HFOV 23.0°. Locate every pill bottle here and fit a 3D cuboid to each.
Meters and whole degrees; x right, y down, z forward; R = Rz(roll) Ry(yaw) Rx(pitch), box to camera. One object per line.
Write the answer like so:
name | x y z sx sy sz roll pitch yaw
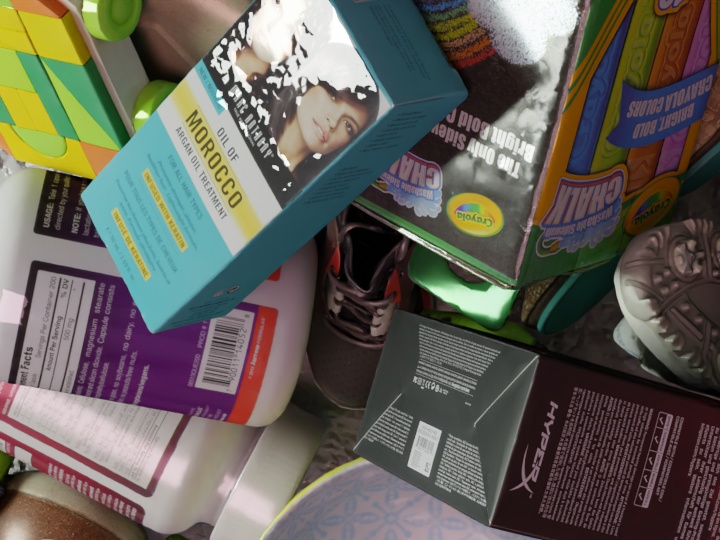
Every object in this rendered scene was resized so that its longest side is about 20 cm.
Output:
pill bottle | -0.128 0.011 0.919 0.200 0.113 0.113 11 124 -9
pill bottle | -0.126 0.082 1.010 0.200 0.110 0.110 27 125 2

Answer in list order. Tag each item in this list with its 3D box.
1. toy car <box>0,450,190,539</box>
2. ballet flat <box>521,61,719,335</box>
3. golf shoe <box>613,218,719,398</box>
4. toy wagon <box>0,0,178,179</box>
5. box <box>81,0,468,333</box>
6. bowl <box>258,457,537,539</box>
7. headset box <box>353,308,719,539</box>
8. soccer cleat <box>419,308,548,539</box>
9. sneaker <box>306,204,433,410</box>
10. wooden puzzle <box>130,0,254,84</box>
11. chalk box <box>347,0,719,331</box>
toy car | -0.209 0.227 1.051 0.164 0.200 0.158 28 156 -4
ballet flat | 0.135 -0.050 0.878 0.065 0.070 0.200 53 123 18
golf shoe | 0.157 0.032 0.851 0.097 0.078 0.200 -7 160 35
toy wagon | -0.171 -0.127 0.849 0.155 0.040 0.200 14 145 30
box | -0.045 -0.055 0.794 0.200 0.049 0.082 -41 72 42
bowl | 0.032 0.184 0.932 0.200 0.108 0.201 0 93 1
headset box | 0.120 0.085 0.800 0.200 0.149 0.075 17 90 -22
soccer cleat | 0.075 0.098 0.974 0.081 0.068 0.200 18 140 36
sneaker | 0.000 0.000 0.933 0.077 0.082 0.200 17 123 9
wooden puzzle | -0.134 -0.125 0.903 0.185 0.046 0.200 31 150 4
chalk box | 0.073 -0.074 0.800 0.125 0.124 0.200 32 121 33
